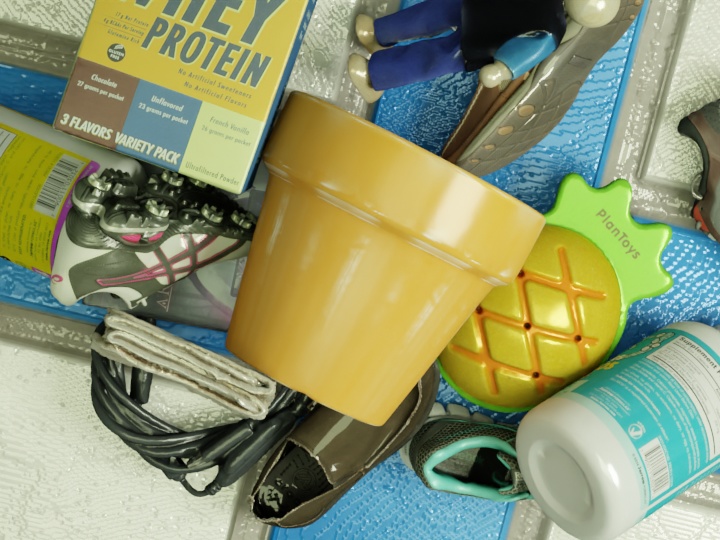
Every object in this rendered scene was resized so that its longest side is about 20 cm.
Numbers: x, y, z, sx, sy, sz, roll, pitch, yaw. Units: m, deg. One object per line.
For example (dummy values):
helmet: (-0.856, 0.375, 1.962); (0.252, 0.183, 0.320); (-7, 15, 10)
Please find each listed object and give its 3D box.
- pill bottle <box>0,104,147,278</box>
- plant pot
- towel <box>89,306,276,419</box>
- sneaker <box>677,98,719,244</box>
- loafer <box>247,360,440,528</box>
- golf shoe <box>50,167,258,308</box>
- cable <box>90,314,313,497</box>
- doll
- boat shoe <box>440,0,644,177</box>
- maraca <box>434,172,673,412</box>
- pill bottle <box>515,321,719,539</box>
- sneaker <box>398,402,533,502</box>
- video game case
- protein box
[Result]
pill bottle: (-0.263, -0.066, 1.615); (0.200, 0.104, 0.104); (22, 102, 15)
plant pot: (0.000, 0.000, 1.545); (0.200, 0.200, 0.183); (27, 91, -5)
towel: (-0.122, 0.069, 1.560); (0.132, 0.200, 0.035); (25, 86, 0)
sneaker: (0.293, -0.039, 1.654); (0.082, 0.077, 0.200); (-13, 102, 31)
loafer: (-0.014, 0.128, 1.658); (0.073, 0.071, 0.200); (41, 113, 10)
golf shoe: (-0.145, -0.021, 1.568); (0.077, 0.200, 0.088); (41, 112, 29)
cable: (-0.107, 0.061, 1.684); (0.200, 0.051, 0.163); (-45, 89, 1)
doll: (0.090, -0.180, 1.580); (0.200, 0.137, 0.048); (-11, 141, 28)
boat shoe: (0.124, -0.154, 1.627); (0.200, 0.076, 0.072); (-50, 64, 13)
maraca: (0.139, 0.018, 1.637); (0.200, 0.107, 0.137); (-42, 98, 9)
pill bottle: (0.219, 0.108, 1.623); (0.200, 0.111, 0.111); (-28, 102, -29)
sneaker: (0.128, 0.151, 1.674); (0.200, 0.091, 0.078); (2, 103, 0)
video game case: (-0.096, -0.025, 1.654); (0.200, 0.019, 0.143); (11, 87, 2)
protein box: (-0.108, -0.170, 1.542); (0.135, 0.199, 0.200); (19, 93, -2)
